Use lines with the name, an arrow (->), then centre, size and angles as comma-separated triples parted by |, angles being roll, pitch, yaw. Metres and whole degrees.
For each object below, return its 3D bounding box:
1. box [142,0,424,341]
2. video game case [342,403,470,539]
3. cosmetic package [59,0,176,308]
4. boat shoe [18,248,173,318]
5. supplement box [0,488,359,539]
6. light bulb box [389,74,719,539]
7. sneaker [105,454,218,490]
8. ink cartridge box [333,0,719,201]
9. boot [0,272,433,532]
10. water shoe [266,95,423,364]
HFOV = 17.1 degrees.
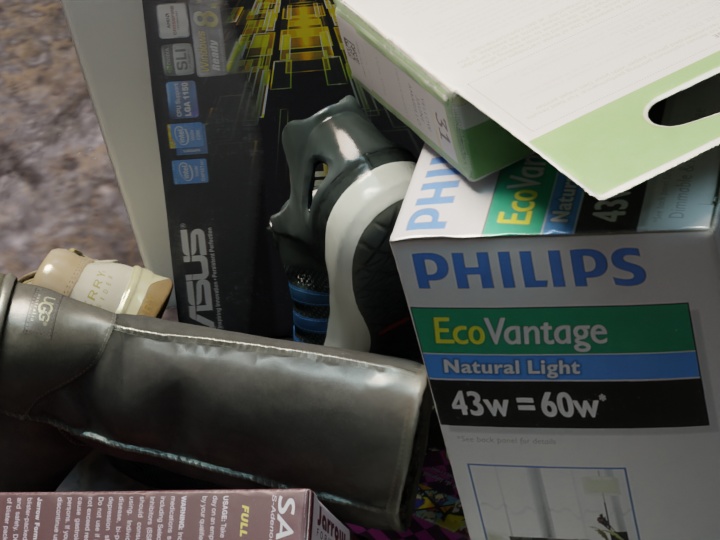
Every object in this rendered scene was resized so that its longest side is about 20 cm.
box -> -0.010, -0.067, 1.065 | 0.160, 0.201, 0.049 | -3, 25, 1
video game case -> 0.117, 0.082, 1.069 | 0.199, 0.036, 0.181 | 19, 46, 38
cosmetic package -> -0.080, -0.127, 1.185 | 0.122, 0.200, 0.200 | -15, 34, -1
boat shoe -> -0.140, 0.025, 1.130 | 0.072, 0.065, 0.200 | -66, 10, -13
supplement box -> -0.101, 0.133, 1.001 | 0.199, 0.109, 0.061 | -3, 69, 16
light bulb box -> 0.109, 0.007, 0.970 | 0.124, 0.201, 0.199 | -2, 37, 18
sneaker -> -0.060, 0.045, 1.168 | 0.200, 0.075, 0.087 | -27, 24, -37
ink cartridge box -> 0.097, -0.078, 0.876 | 0.145, 0.048, 0.200 | -25, 38, -15
boot -> -0.073, 0.075, 1.028 | 0.199, 0.182, 0.073 | 9, 58, -2
water shoe -> 0.000, 0.000, 1.028 | 0.071, 0.200, 0.079 | -23, 62, -20
